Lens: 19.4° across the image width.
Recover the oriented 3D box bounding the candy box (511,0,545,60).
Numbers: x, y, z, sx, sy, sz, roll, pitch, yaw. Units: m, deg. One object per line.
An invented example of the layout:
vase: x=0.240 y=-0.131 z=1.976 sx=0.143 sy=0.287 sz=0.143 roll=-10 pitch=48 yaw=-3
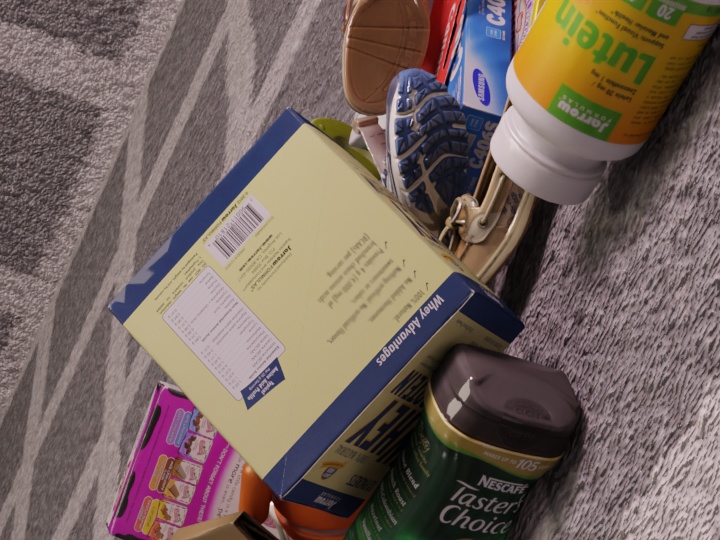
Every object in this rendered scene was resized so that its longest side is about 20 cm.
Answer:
candy box: x=0.133 y=-0.175 z=1.769 sx=0.102 sy=0.026 sz=0.202 roll=138 pitch=148 yaw=-61

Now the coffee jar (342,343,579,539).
coffee jar: x=0.069 y=0.147 z=1.460 sx=0.201 sy=0.103 sz=0.086 roll=-64 pitch=24 yaw=26

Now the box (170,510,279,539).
box: x=-0.069 y=0.260 z=1.707 sx=0.021 sy=0.163 sz=0.200 roll=-51 pitch=8 yaw=-21

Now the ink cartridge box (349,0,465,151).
ink cartridge box: x=0.044 y=-0.195 z=1.832 sx=0.200 sy=0.050 sz=0.162 roll=144 pitch=141 yaw=-79

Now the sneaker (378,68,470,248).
sneaker: x=0.038 y=-0.061 z=1.673 sx=0.085 sy=0.077 sz=0.202 roll=9 pitch=112 yaw=49

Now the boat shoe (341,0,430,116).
boat shoe: x=0.019 y=-0.218 z=1.803 sx=0.072 sy=0.071 sz=0.202 roll=126 pitch=151 yaw=-68

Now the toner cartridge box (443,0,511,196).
toner cartridge box: x=0.092 y=-0.157 z=1.759 sx=0.201 sy=0.043 sz=0.095 roll=-85 pitch=13 yaw=-49

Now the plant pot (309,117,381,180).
plant pot: x=-0.049 y=-0.032 z=1.976 sx=0.193 sy=0.199 sz=0.201 roll=-50 pitch=23 yaw=24

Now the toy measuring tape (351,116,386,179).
toy measuring tape: x=0.034 y=-0.035 z=1.784 sx=0.074 sy=0.073 sz=0.201 roll=-54 pitch=53 yaw=46

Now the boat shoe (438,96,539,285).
boat shoe: x=0.104 y=-0.065 z=1.619 sx=0.201 sy=0.062 sz=0.073 roll=-61 pitch=11 yaw=-2

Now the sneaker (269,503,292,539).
sneaker: x=-0.031 y=0.190 z=1.765 sx=0.078 sy=0.099 sz=0.202 roll=-154 pitch=83 yaw=-75

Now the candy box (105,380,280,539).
candy box: x=-0.105 y=0.193 z=1.827 sx=0.061 sy=0.199 sz=0.137 roll=-158 pitch=89 yaw=-80

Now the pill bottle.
pill bottle: x=0.169 y=-0.147 z=1.452 sx=0.111 sy=0.110 sz=0.201 roll=-93 pitch=26 yaw=-54

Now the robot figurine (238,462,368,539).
robot figurine: x=-0.024 y=0.143 z=1.659 sx=0.144 sy=0.116 sz=0.201 roll=-57 pitch=-34 yaw=-44

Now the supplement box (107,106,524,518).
supplement box: x=-0.030 y=0.034 z=1.507 sx=0.200 sy=0.200 sz=0.134 roll=-47 pitch=-23 yaw=5
